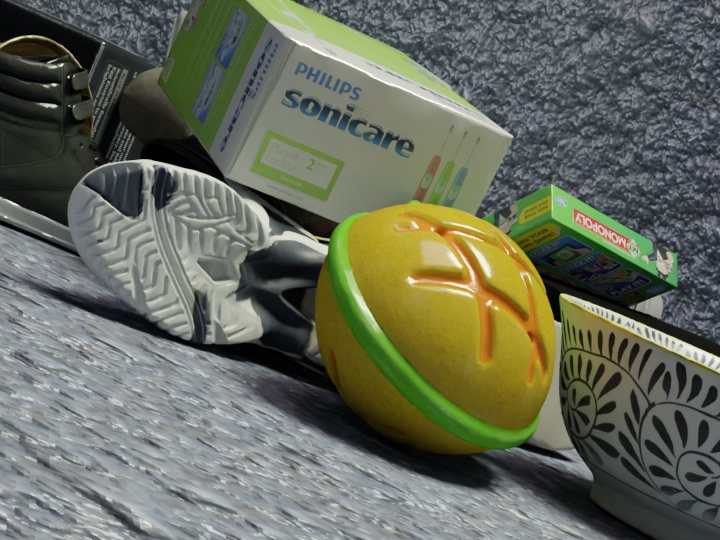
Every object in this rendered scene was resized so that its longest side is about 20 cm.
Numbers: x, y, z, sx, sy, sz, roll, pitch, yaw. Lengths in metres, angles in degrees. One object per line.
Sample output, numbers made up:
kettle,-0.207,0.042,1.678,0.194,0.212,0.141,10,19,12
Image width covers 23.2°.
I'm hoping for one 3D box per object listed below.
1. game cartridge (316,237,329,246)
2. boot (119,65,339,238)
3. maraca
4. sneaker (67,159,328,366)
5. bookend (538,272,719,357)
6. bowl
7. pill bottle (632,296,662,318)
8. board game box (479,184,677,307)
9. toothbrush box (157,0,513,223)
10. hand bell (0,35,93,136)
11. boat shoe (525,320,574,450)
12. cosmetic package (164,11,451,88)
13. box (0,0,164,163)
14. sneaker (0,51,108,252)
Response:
game cartridge,0.000,0.000,1.145,0.198,0.041,0.133,10,4,20
boot,-0.100,-0.079,1.114,0.199,0.068,0.130,30,16,23
maraca,0.043,0.023,0.864,0.138,0.107,0.200,51,21,1
sneaker,-0.089,-0.012,0.910,0.198,0.080,0.129,14,3,-41
bookend,0.189,0.085,1.157,0.197,0.093,0.200,20,6,-26
bowl,0.178,0.095,0.923,0.199,0.095,0.201,24,3,-1
pill bottle,0.448,0.047,3.192,0.199,0.111,0.109,22,4,-28
board game box,0.109,0.010,1.265,0.134,0.029,0.199,24,-35,-35
toothbrush box,-0.022,-0.094,1.016,0.144,0.087,0.200,21,11,-24
hand bell,-0.276,-0.107,1.135,0.199,0.105,0.104,12,-4,40
boat shoe,0.053,0.047,1.034,0.092,0.075,0.199,3,-25,46
cosmetic package,-0.052,-0.105,1.467,0.198,0.168,0.167,12,-1,20
box,-0.239,-0.128,1.277,0.195,0.118,0.200,25,3,20
sneaker,-0.159,-0.065,1.016,0.199,0.100,0.071,24,1,-25
